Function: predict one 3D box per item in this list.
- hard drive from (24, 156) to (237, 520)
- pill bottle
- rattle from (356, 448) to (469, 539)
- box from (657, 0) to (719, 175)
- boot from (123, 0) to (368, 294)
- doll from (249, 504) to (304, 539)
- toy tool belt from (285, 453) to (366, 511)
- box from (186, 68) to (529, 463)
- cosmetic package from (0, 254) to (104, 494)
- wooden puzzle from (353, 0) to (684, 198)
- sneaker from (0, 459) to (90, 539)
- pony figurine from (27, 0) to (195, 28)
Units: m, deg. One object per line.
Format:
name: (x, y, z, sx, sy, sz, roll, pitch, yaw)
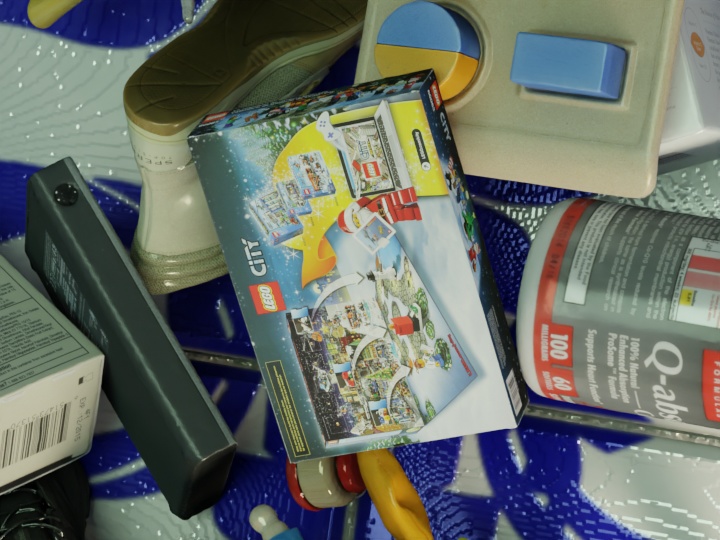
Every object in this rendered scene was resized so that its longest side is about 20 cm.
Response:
hard drive: (-0.140, 0.044, 1.669, 0.033, 0.140, 0.200, -27, 77, -16)
pill bottle: (0.196, 0.029, 1.541, 0.199, 0.116, 0.116, 9, 92, 22)
rattle: (0.112, 0.153, 1.573, 0.199, 0.130, 0.143, -13, 72, 18)
box: (0.143, -0.157, 1.562, 0.097, 0.124, 0.201, -15, 82, 22)
boot: (-0.065, -0.086, 1.662, 0.072, 0.200, 0.155, 32, 140, 26)
doll: (-0.060, 0.201, 1.590, 0.200, 0.048, 0.137, 8, 94, 39)
toy tool belt: (0.010, 0.036, 1.614, 0.123, 0.125, 0.201, -6, 87, 30)
box: (0.000, 0.000, 1.522, 0.136, 0.038, 0.201, -10, 110, 20)
cosmetic package: (-0.257, 0.040, 1.699, 0.200, 0.103, 0.087, 43, 138, 31)
wooden puzzle: (0.082, -0.149, 1.495, 0.185, 0.046, 0.201, 9, 94, 27)
sneaker: (-0.199, 0.157, 1.696, 0.076, 0.091, 0.200, -23, 67, -2)
pony figurine: (-0.108, -0.226, 1.647, 0.200, 0.166, 0.193, 5, 61, 48)
